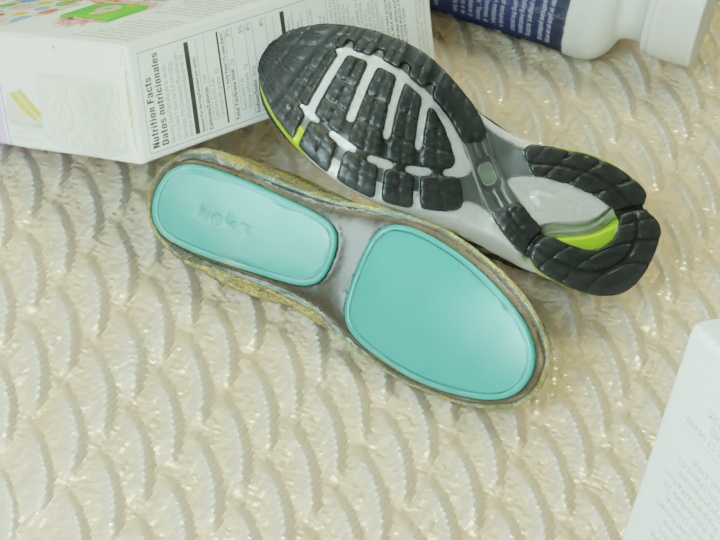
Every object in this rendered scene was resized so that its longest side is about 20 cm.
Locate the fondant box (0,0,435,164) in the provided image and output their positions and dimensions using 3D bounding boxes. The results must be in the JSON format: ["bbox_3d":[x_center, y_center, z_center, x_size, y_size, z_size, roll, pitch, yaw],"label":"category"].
[{"bbox_3d":[-0.084,-0.109,1.293,0.144,0.058,0.200,10,23,43],"label":"fondant box"}]

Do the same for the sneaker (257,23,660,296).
[{"bbox_3d":[0.037,-0.046,1.250,0.200,0.074,0.081,31,-10,-12],"label":"sneaker"}]

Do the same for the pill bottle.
[{"bbox_3d":[0.096,-0.179,1.458,0.200,0.111,0.111,20,34,9],"label":"pill bottle"}]

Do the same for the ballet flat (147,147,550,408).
[{"bbox_3d":[0.000,0.000,1.207,0.200,0.071,0.071,25,35,14],"label":"ballet flat"}]

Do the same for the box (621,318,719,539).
[{"bbox_3d":[0.181,0.114,0.972,0.152,0.200,0.106,-10,41,-31],"label":"box"}]
